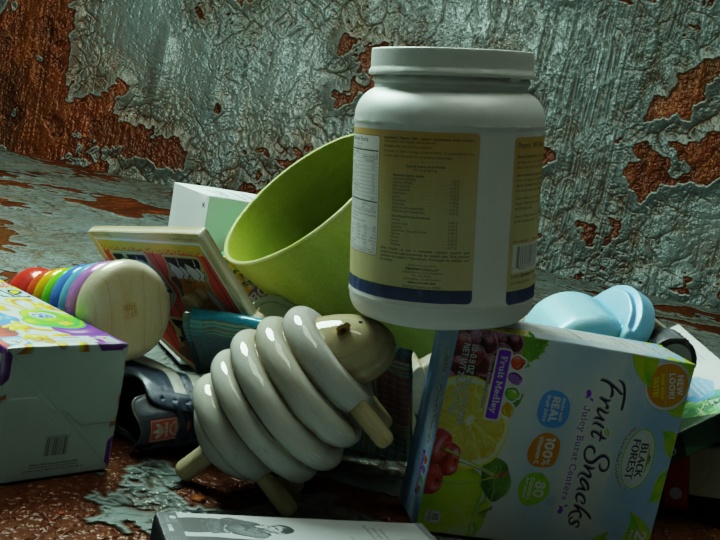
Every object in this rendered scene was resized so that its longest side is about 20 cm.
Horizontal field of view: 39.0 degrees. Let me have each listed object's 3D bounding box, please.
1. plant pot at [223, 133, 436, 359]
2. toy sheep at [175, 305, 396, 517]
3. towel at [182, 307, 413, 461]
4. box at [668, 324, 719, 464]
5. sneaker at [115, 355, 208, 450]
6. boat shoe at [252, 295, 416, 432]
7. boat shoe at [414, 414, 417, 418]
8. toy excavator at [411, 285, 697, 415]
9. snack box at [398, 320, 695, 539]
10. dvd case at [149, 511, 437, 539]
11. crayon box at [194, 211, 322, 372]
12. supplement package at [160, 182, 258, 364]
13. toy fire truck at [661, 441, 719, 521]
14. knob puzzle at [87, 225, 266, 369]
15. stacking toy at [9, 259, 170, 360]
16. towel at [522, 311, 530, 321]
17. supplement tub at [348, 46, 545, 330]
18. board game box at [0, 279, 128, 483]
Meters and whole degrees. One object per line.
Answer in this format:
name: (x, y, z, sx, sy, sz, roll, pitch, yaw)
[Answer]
plant pot: (0.000, 0.000, 0.999, 0.200, 0.187, 0.187, 52, -11, -25)
toy sheep: (-0.058, 0.103, 0.774, 0.138, 0.200, 0.138, 53, 3, -4)
towel: (-0.052, 0.100, 0.878, 0.199, 0.147, 0.022, 11, 46, 14)
box: (0.252, 0.134, 0.958, 0.200, 0.036, 0.144, -26, 26, -3)
sneaker: (-0.144, 0.123, 0.844, 0.199, 0.075, 0.085, 9, 17, 9)
boat shoe: (-0.034, 0.102, 0.957, 0.201, 0.072, 0.061, 42, -32, -9)
boat shoe: (0.055, 0.136, 0.991, 0.199, 0.067, 0.057, 8, -12, 27)
toy excavator: (0.157, 0.076, 0.896, 0.200, 0.195, 0.100, 33, 11, -17)
snack box: (0.148, 0.131, 0.817, 0.199, 0.169, 0.068, 9, 9, -12)
dvd case: (-0.021, 0.196, 0.640, 0.199, 0.025, 0.150, 9, 8, -22)
crayon box: (-0.099, 0.025, 1.065, 0.200, 0.119, 0.058, -29, 11, -28)
supplement package: (-0.121, 0.010, 1.193, 0.199, 0.192, 0.147, 8, 7, -27)
toy fire truck: (0.292, 0.162, 1.038, 0.199, 0.129, 0.176, 2, 4, 24)
knob puzzle: (-0.155, 0.049, 0.924, 0.219, 0.220, 0.030, 17, 49, 33)
stacking toy: (-0.257, 0.026, 0.907, 0.085, 0.086, 0.200, 4, 2, -43)
towel: (0.083, 0.080, 1.069, 0.199, 0.133, 0.035, -11, -35, 14)
supplement tub: (0.065, -0.066, 0.771, 0.144, 0.201, 0.144, 2, 10, 0)
board game box: (-0.289, 0.077, 0.799, 0.200, 0.103, 0.105, 18, 10, 40)
